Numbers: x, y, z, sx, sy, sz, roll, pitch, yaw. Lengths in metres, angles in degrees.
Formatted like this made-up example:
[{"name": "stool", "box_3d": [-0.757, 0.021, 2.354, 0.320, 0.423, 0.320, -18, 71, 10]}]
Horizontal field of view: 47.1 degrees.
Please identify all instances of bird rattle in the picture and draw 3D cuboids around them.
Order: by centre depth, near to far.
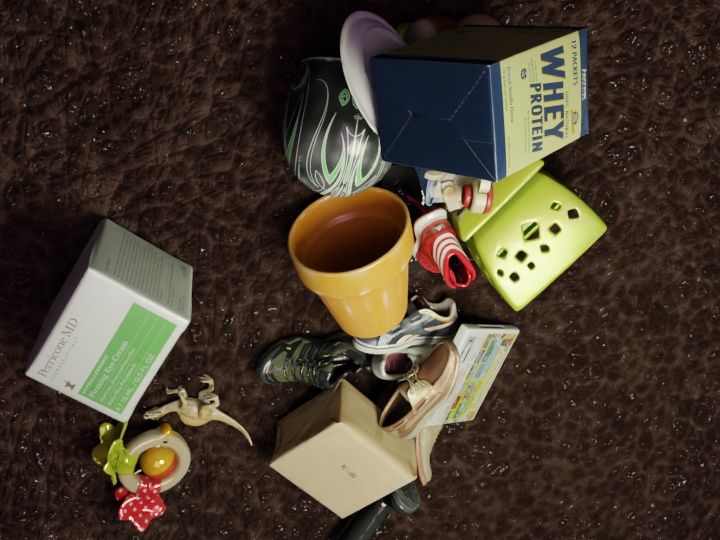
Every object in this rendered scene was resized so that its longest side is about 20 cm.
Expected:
[{"name": "bird rattle", "box_3d": [-0.370, 0.349, 1.432, 0.160, 0.113, 0.203, -26, 118, -7]}]

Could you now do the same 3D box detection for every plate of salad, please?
[{"name": "plate of salad", "box_3d": [0.031, -0.255, 1.134, 0.047, 0.202, 0.201, -19, 123, 35]}]

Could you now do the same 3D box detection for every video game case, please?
[{"name": "video game case", "box_3d": [0.192, 0.188, 1.491, 0.180, 0.023, 0.204, 5, 115, -50]}]

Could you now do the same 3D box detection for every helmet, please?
[{"name": "helmet", "box_3d": [-0.030, -0.208, 1.239, 0.195, 0.200, 0.196, 6, 95, -15]}]

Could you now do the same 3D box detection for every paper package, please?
[{"name": "paper package", "box_3d": [-0.031, 0.322, 1.471, 0.189, 0.105, 0.199, -35, 118, 26]}]

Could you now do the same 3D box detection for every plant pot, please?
[{"name": "plant pot", "box_3d": [0.000, 0.000, 1.335, 0.196, 0.202, 0.186, -21, 132, -3]}, {"name": "plant pot", "box_3d": [0.246, -0.090, 1.345, 0.200, 0.200, 0.181, -44, 108, 9]}]

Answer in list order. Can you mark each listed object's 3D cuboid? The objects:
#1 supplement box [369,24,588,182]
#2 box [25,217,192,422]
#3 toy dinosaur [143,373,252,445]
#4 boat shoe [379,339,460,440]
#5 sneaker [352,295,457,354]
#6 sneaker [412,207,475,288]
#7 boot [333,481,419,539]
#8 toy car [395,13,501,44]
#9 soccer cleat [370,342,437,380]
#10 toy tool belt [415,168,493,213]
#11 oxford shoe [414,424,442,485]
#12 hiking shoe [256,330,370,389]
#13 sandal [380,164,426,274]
[{"name": "supplement box", "box_3d": [0.152, -0.220, 1.042, 0.198, 0.197, 0.138, -28, 121, -36]}, {"name": "box", "box_3d": [-0.375, 0.071, 1.260, 0.169, 0.201, 0.201, 31, 105, -21]}, {"name": "toy dinosaur", "box_3d": [-0.275, 0.239, 1.445, 0.195, 0.059, 0.103, 13, 124, -9]}, {"name": "boat shoe", "box_3d": [0.099, 0.204, 1.399, 0.071, 0.076, 0.203, 15, 112, -37]}, {"name": "sneaker", "box_3d": [0.079, 0.088, 1.442, 0.195, 0.079, 0.081, -7, 120, -22]}, {"name": "sneaker", "box_3d": [0.134, -0.008, 1.332, 0.077, 0.118, 0.200, -25, 158, 3]}, {"name": "boot", "box_3d": [0.023, 0.466, 1.545, 0.065, 0.165, 0.201, 40, 100, -5]}, {"name": "toy car", "box_3d": [0.172, -0.320, 1.255, 0.196, 0.164, 0.161, -21, 117, -17]}, {"name": "soccer cleat", "box_3d": [0.116, 0.162, 1.468, 0.194, 0.086, 0.072, -9, 92, -9]}, {"name": "toy tool belt", "box_3d": [0.120, -0.146, 1.237, 0.119, 0.202, 0.128, 3, 121, -7]}, {"name": "oxford shoe", "box_3d": [0.125, 0.313, 1.552, 0.073, 0.071, 0.205, -13, 116, -13]}, {"name": "hiking shoe", "box_3d": [-0.083, 0.160, 1.420, 0.195, 0.101, 0.078, -14, 115, -7]}, {"name": "sandal", "box_3d": [0.081, -0.083, 1.386, 0.073, 0.045, 0.205, -14, 115, -7]}]
